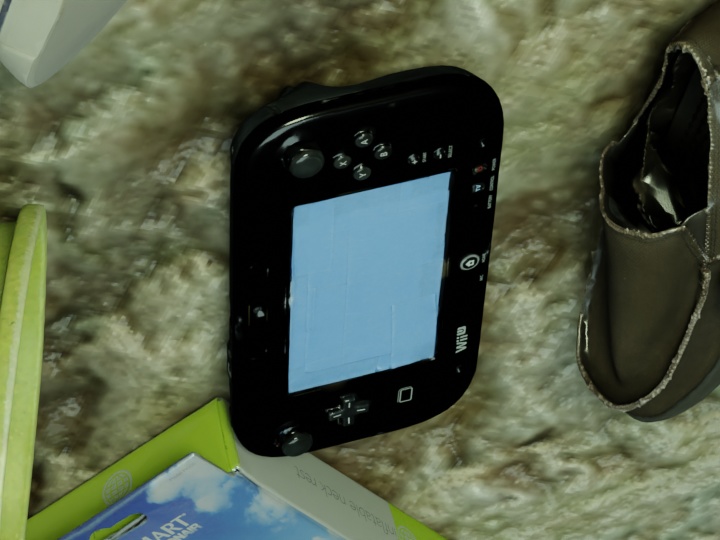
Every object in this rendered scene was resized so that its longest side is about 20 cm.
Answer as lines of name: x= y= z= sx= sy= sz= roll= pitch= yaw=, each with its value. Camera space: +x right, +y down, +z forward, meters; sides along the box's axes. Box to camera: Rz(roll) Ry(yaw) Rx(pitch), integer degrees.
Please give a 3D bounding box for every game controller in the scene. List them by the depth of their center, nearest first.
game controller: x=0.000 y=0.000 z=1.012 sx=0.104 sy=0.042 sz=0.200 roll=-6 pitch=140 yaw=-8

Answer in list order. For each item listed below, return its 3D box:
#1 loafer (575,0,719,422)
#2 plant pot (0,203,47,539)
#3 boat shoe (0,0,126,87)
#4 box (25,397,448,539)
loafer: x=0.114 y=-0.024 z=0.988 sx=0.071 sy=0.073 sz=0.200 roll=-11 pitch=133 yaw=-31
plant pot: x=-0.213 y=0.068 z=0.938 sx=0.184 sy=0.201 sz=0.201 roll=5 pitch=138 yaw=-4
boat shoe: x=-0.109 y=-0.131 z=0.813 sx=0.075 sy=0.093 sz=0.200 roll=-46 pitch=176 yaw=-21
box: x=-0.055 y=0.130 z=1.141 sx=0.122 sy=0.048 sz=0.200 roll=-34 pitch=136 yaw=21
